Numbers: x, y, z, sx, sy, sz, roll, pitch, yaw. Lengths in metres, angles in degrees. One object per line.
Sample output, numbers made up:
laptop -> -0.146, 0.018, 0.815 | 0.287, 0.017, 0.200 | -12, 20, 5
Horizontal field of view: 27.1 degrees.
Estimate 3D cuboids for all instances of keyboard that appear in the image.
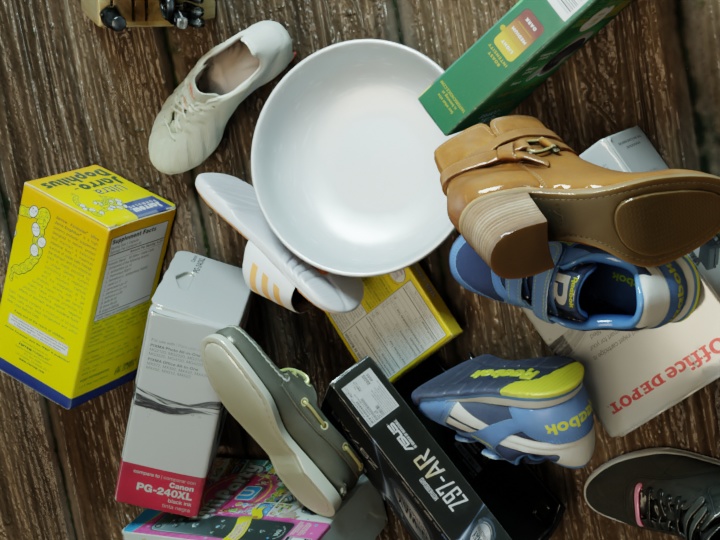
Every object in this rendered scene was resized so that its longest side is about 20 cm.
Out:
keyboard -> 0.112, 0.153, 1.318 | 0.200, 0.040, 0.104 | 49, 118, 23

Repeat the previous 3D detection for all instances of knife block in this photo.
knife block -> -0.215, -0.250, 1.319 | 0.200, 0.175, 0.064 | 9, 107, 28

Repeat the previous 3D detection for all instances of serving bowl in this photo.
serving bowl -> 0.010, -0.093, 1.280 | 0.200, 0.066, 0.201 | -1, 86, 16

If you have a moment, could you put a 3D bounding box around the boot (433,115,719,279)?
boot -> 0.159, -0.063, 1.105 | 0.200, 0.155, 0.077 | -16, 125, -6

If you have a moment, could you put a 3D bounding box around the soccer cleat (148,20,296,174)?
soccer cleat -> -0.140, -0.157, 1.358 | 0.200, 0.078, 0.069 | -41, 81, 32

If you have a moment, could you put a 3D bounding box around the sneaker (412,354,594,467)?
sneaker -> 0.114, 0.118, 1.218 | 0.200, 0.074, 0.082 | 1, 119, 59

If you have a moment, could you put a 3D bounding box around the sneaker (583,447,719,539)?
sneaker -> 0.262, 0.195, 1.206 | 0.200, 0.099, 0.071 | 2, 106, 31

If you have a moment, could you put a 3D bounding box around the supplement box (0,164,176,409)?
supplement box -> -0.273, 0.014, 1.462 | 0.109, 0.109, 0.200 | 27, 114, 22

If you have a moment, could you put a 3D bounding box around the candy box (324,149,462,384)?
candy box -> 0.000, 0.000, 1.340 | 0.102, 0.026, 0.200 | -39, 77, 33

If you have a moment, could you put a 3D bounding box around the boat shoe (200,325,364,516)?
boat shoe -> -0.067, 0.123, 1.305 | 0.072, 0.060, 0.202 | -4, 125, 53

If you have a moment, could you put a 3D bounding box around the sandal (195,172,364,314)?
sandal -> -0.078, -0.013, 1.333 | 0.207, 0.079, 0.059 | 42, 120, 30

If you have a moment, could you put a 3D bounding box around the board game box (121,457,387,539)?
board game box -> -0.097, 0.241, 1.395 | 0.200, 0.148, 0.064 | -1, 113, 30

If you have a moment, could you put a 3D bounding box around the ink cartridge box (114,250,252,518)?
ink cartridge box -> -0.161, 0.103, 1.390 | 0.083, 0.145, 0.200 | 14, 112, -2

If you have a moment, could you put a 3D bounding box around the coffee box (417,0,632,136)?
coffee box -> 0.144, -0.187, 1.160 | 0.200, 0.123, 0.044 | -42, 82, 33

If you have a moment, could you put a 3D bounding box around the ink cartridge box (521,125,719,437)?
ink cartridge box -> 0.212, 0.009, 1.194 | 0.145, 0.084, 0.200 | -38, 82, 31

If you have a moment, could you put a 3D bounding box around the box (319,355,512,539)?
box -> 0.044, 0.177, 1.302 | 0.043, 0.160, 0.200 | -36, 82, -13

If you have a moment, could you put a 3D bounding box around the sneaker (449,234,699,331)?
sneaker -> 0.150, 0.002, 1.130 | 0.200, 0.082, 0.074 | 8, 107, 30
